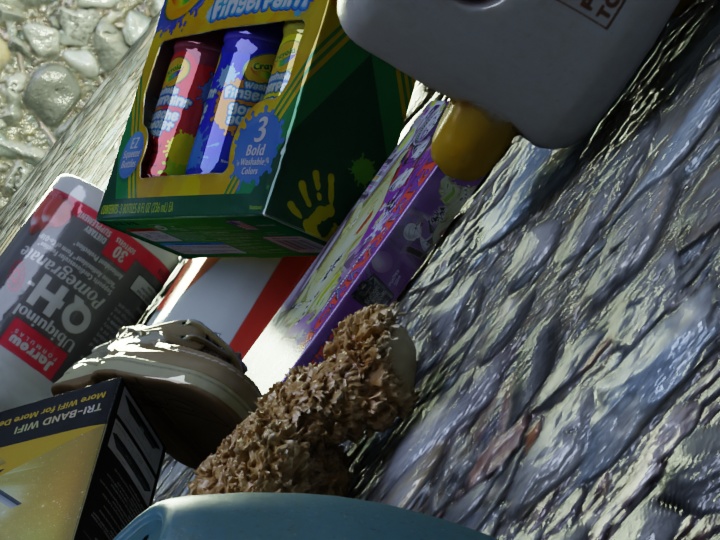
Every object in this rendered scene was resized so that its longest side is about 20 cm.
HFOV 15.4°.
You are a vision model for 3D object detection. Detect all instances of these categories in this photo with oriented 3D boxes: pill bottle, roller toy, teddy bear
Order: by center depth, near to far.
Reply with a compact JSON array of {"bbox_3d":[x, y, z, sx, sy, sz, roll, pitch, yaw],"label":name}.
[{"bbox_3d":[-0.045,0.091,1.170,0.200,0.067,0.145,-51,9,10],"label":"teddy bear"},{"bbox_3d":[0.086,-0.152,1.182,0.201,0.139,0.183,-62,4,-29],"label":"roller toy"},{"bbox_3d":[-0.229,0.039,1.937,0.200,0.111,0.111,-56,12,-10],"label":"pill bottle"}]

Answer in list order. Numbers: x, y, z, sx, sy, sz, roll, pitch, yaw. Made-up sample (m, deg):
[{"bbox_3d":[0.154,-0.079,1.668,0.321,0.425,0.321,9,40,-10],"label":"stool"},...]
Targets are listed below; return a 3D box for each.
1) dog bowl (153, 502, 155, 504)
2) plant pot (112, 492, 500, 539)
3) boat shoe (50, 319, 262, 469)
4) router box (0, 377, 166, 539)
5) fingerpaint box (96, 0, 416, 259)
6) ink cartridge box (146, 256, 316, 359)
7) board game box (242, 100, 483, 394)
[{"bbox_3d":[-0.201,0.153,1.402,0.199,0.074,0.200,-27,12,6],"label":"dog bowl"},{"bbox_3d":[-0.031,0.144,0.787,0.200,0.135,0.200,-51,12,15],"label":"plant pot"},{"bbox_3d":[-0.093,0.053,1.331,0.065,0.072,0.200,-49,16,-18],"label":"boat shoe"},{"bbox_3d":[-0.200,0.142,1.253,0.199,0.052,0.158,-17,34,20],"label":"router box"},{"bbox_3d":[-0.055,-0.096,1.513,0.200,0.073,0.168,1,72,58],"label":"fingerpaint box"},{"bbox_3d":[-0.069,0.008,1.551,0.163,0.050,0.200,-59,10,-24],"label":"ink cartridge box"},{"bbox_3d":[0.000,0.000,1.361,0.200,0.032,0.120,-54,16,-5],"label":"board game box"}]
